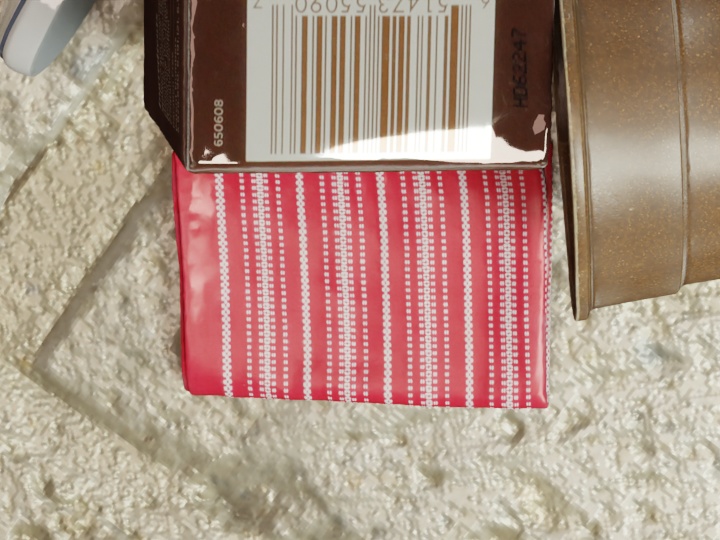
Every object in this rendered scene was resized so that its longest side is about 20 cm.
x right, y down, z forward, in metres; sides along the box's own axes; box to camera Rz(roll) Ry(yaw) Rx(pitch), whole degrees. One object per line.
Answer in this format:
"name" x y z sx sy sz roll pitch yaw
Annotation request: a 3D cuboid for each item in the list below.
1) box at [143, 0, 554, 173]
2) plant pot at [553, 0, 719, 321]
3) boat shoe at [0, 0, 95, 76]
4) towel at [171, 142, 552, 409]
"box" -0.012 -0.140 1.027 0.165 0.200 0.165 -2 102 -11
"plant pot" 0.190 -0.084 1.033 0.197 0.200 0.201 -4 99 4
"boat shoe" -0.155 -0.204 1.130 0.086 0.075 0.203 26 101 4
"towel" 0.000 0.000 1.164 0.199 0.022 0.145 2 101 10
